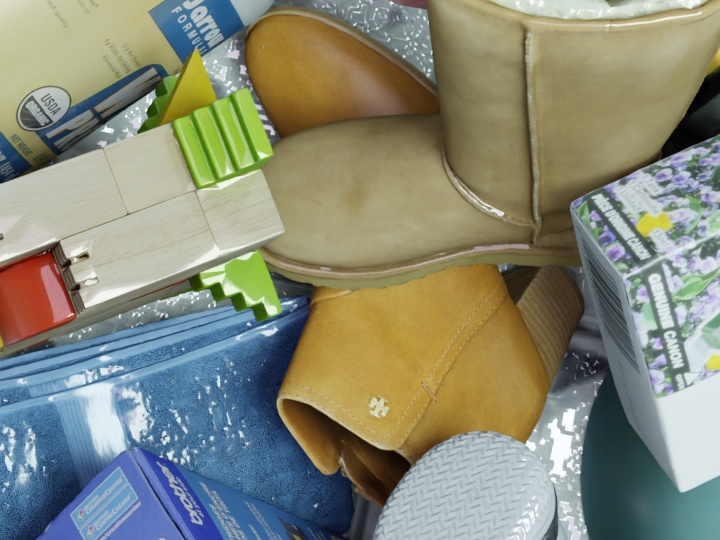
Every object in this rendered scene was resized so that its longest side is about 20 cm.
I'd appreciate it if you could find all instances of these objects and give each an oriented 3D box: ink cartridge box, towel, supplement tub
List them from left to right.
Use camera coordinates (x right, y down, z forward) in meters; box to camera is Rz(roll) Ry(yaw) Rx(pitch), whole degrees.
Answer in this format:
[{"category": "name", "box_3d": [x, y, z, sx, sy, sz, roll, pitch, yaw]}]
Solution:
[{"category": "supplement tub", "box_3d": [-0.122, -0.131, 0.861, 0.200, 0.145, 0.145, -34, 95, 0]}, {"category": "towel", "box_3d": [-0.098, 0.081, 0.887, 0.200, 0.049, 0.112, -14, 96, -27]}, {"category": "ink cartridge box", "box_3d": [-0.080, 0.153, 0.847, 0.136, 0.200, 0.076, -45, 52, 10]}, {"category": "ink cartridge box", "box_3d": [0.182, -0.012, 0.777, 0.200, 0.050, 0.109, -24, 128, -5]}]

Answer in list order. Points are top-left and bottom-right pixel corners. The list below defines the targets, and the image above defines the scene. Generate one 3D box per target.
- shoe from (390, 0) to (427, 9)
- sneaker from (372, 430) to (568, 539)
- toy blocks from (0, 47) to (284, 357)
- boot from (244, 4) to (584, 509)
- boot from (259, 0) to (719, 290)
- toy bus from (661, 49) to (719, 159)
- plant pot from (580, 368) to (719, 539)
[{"category": "shoe", "box_3d": [-0.029, -0.151, 0.756, 0.200, 0.091, 0.072, 26, 91, -32]}, {"category": "sneaker", "box_3d": [0.024, 0.166, 0.820, 0.075, 0.115, 0.200, 24, 74, 37]}, {"category": "toy blocks", "box_3d": [-0.113, -0.005, 0.815, 0.137, 0.200, 0.100, -21, 89, -14]}, {"category": "boot", "box_3d": [0.000, 0.001, 0.881, 0.201, 0.071, 0.144, 46, 49, -10]}, {"category": "boot", "box_3d": [0.033, -0.061, 0.766, 0.175, 0.200, 0.066, -5, 69, 1]}, {"category": "toy bus", "box_3d": [0.150, -0.144, 0.856, 0.192, 0.200, 0.136, -40, 94, -10]}, {"category": "plant pot", "box_3d": [0.201, 0.093, 0.886, 0.200, 0.161, 0.201, 0, 93, -4]}]
